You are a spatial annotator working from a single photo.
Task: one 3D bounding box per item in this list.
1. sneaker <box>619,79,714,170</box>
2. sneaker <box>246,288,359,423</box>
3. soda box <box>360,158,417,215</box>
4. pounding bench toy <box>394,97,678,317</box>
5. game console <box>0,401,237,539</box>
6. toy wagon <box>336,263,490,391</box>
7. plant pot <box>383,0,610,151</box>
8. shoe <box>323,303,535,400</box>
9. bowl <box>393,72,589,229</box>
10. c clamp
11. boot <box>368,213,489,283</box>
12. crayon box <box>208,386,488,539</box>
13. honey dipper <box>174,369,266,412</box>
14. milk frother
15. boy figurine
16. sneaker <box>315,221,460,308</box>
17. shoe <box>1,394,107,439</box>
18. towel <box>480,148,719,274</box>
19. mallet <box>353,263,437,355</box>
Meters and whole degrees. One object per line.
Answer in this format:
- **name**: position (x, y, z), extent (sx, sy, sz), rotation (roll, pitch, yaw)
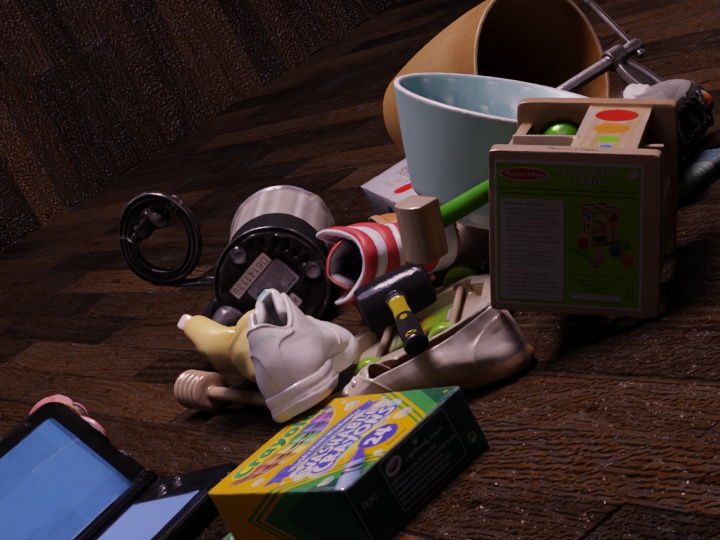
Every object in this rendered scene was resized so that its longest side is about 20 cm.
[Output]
- **sneaker**: position (0.273, -0.134, 1.574), extent (0.079, 0.074, 0.200), rotation (-18, 15, 14)
- **sneaker**: position (-0.054, 0.052, 1.418), extent (0.075, 0.089, 0.200), rotation (-31, 6, 6)
- **soda box**: position (0.062, -0.068, 1.855), extent (0.068, 0.064, 0.200), rotation (-31, 13, -6)
- **pounding bench toy**: position (0.137, -0.056, 1.365), extent (0.199, 0.125, 0.156), rotation (2, 22, 14)
- **game console**: position (-0.225, 0.183, 1.406), extent (0.175, 0.117, 0.200), rotation (-17, 18, 42)
- **toy wagon**: position (0.031, 0.061, 1.497), extent (0.199, 0.040, 0.155), rotation (-26, 13, 16)
- **plant pot**: position (0.120, -0.179, 1.821), extent (0.186, 0.187, 0.199), rotation (-39, 18, -35)
- **shoe**: position (0.037, 0.080, 1.379), extent (0.199, 0.054, 0.070), rotation (-24, 14, 21)
- **bowl**: position (0.119, -0.097, 1.525), extent (0.199, 0.106, 0.201), rotation (8, 15, -2)
- **c clamp**: position (0.222, -0.164, 1.724), extent (0.200, 0.171, 0.027), rotation (-39, -20, -30)
- **boot**: position (0.104, -0.046, 1.687), extent (0.154, 0.074, 0.200), rotation (-31, 20, -18)
- **crayon box**: position (-0.021, 0.142, 1.276), extent (0.126, 0.052, 0.199), rotation (-39, 16, -35)
- **honey dipper**: position (-0.111, 0.114, 1.608), extent (0.038, 0.038, 0.200), rotation (-35, 18, -25)
- **milk frother**: position (-0.132, -0.029, 1.823), extent (0.180, 0.201, 0.188), rotation (-31, 12, 8)
- **boy figurine**: position (-0.103, 0.065, 1.595), extent (0.200, 0.124, 0.065), rotation (161, 129, -80)
- **sneaker**: position (0.000, 0.000, 1.593), extent (0.112, 0.072, 0.200), rotation (-13, -12, -26)
- **shoe**: position (-0.289, 0.157, 1.729), extent (0.200, 0.072, 0.091), rotation (-21, 20, 48)
- **towel**: position (0.216, -0.049, 1.559), extent (0.199, 0.022, 0.146), rotation (-33, 15, -25)
- **mallet**: position (0.043, 0.031, 1.392), extent (0.066, 0.041, 0.200), rotation (-28, 11, -6)
